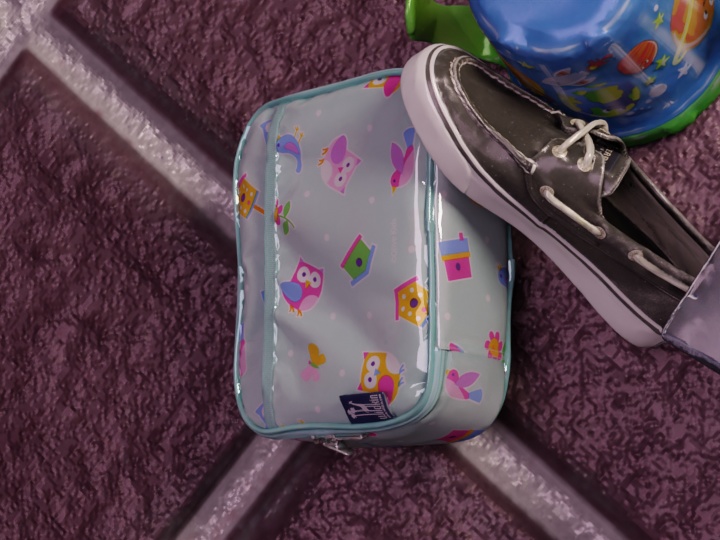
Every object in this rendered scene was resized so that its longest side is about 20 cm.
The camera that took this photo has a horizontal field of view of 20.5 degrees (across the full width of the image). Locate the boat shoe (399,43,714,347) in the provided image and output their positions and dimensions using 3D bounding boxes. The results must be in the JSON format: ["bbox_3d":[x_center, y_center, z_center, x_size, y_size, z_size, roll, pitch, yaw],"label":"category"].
[{"bbox_3d":[0.108,-0.048,0.998,0.200,0.071,0.064,42,136,-11],"label":"boat shoe"}]

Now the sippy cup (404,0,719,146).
[{"bbox_3d":[0.117,-0.141,1.016,0.178,0.130,0.140,-39,69,15],"label":"sippy cup"}]

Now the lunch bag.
[{"bbox_3d":[0.000,0.000,1.062,0.160,0.077,0.201,-7,77,40],"label":"lunch bag"}]

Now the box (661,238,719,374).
[{"bbox_3d":[0.256,-0.016,0.899,0.123,0.200,0.199,33,97,24],"label":"box"}]
